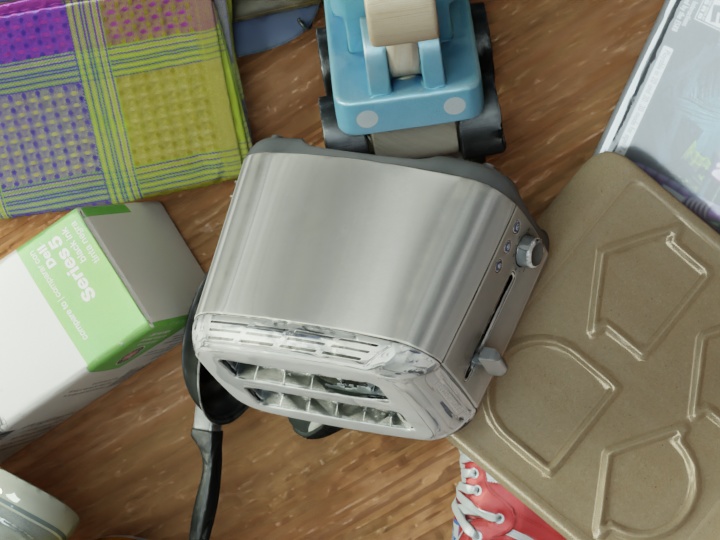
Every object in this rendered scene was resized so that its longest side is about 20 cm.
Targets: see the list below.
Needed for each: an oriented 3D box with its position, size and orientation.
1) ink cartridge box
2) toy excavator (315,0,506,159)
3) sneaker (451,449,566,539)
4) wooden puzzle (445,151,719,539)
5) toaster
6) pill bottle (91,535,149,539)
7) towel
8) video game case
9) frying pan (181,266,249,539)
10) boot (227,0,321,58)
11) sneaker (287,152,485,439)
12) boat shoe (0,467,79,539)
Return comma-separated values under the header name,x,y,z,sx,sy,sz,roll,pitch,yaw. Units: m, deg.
name,x,y,z,sx,sy,sz,roll,pitch,yaw
ink cartridge box,-0.196,0.048,1.698,0.200,0.145,0.084,-34,85,14
toy excavator,0.018,-0.135,1.574,0.100,0.195,0.200,-9,131,3
sneaker,0.070,0.111,1.679,0.112,0.071,0.200,-33,89,10
wooden puzzle,0.152,0.063,1.621,0.200,0.046,0.185,39,80,5
toaster,-0.005,0.009,1.578,0.200,0.114,0.129,9,66,26
pill bottle,-0.146,0.211,1.672,0.111,0.200,0.111,1,95,13
towel,-0.162,-0.099,1.679,0.200,0.023,0.144,-11,123,0
video game case,0.221,-0.044,1.655,0.182,0.023,0.200,26,100,10
frying pan,-0.074,0.065,1.702,0.031,0.115,0.190,17,118,21
boot,-0.031,-0.185,1.695,0.200,0.075,0.097,-12,117,4
sneaker,0.000,0.000,1.694,0.085,0.074,0.200,27,91,16
boat shoe,-0.212,0.161,1.686,0.070,0.201,0.072,30,71,-6
